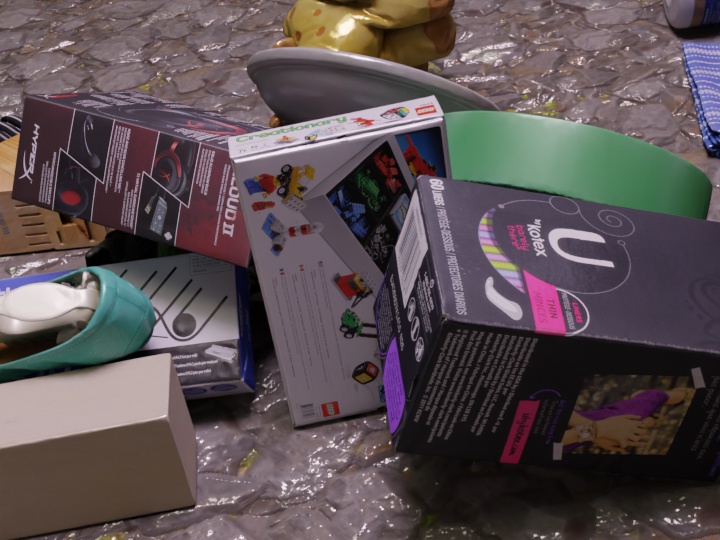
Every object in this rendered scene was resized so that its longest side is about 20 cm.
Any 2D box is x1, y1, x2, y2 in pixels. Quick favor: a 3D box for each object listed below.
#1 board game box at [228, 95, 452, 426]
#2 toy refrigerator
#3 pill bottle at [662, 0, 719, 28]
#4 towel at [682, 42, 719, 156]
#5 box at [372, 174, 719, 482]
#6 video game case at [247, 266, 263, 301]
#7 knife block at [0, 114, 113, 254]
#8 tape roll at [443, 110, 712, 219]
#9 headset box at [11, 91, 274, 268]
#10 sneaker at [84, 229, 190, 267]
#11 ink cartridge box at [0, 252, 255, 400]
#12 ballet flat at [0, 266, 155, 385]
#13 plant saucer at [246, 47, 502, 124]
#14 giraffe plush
[{"bbox_3d":[0.000,0.000,0.712,0.126,0.201,0.035,-11,32,-3],"label":"board game box"},{"bbox_3d":[-0.207,0.114,0.713,0.199,0.076,0.070,-11,34,0],"label":"toy refrigerator"},{"bbox_3d":[0.401,-0.305,1.123,0.199,0.111,0.111,-7,34,6],"label":"pill bottle"},{"bbox_3d":[0.364,-0.160,1.004,0.144,0.024,0.200,-3,35,9],"label":"towel"},{"bbox_3d":[0.119,0.034,0.650,0.199,0.106,0.123,8,40,-13],"label":"box"},{"bbox_3d":[-0.009,-0.049,0.921,0.180,0.046,0.200,2,36,15],"label":"video game case"},{"bbox_3d":[-0.281,-0.090,1.035,0.199,0.064,0.176,-6,35,7],"label":"knife block"},{"bbox_3d":[0.131,-0.051,0.772,0.200,0.200,0.048,11,81,28],"label":"tape roll"},{"bbox_3d":[-0.112,-0.066,0.794,0.199,0.075,0.149,16,14,15],"label":"headset box"},{"bbox_3d":[-0.171,-0.022,0.899,0.083,0.077,0.200,-3,34,3],"label":"sneaker"},{"bbox_3d":[-0.176,0.047,0.788,0.199,0.044,0.094,-8,72,5],"label":"ink cartridge box"},{"bbox_3d":[-0.231,0.038,0.729,0.199,0.070,0.068,-15,54,11],"label":"ballet flat"},{"bbox_3d":[0.007,-0.112,0.865,0.199,0.050,0.200,13,-4,1],"label":"plant saucer"},{"bbox_3d":[-0.020,-0.196,1.062,0.199,0.173,0.163,10,59,10],"label":"giraffe plush"}]
